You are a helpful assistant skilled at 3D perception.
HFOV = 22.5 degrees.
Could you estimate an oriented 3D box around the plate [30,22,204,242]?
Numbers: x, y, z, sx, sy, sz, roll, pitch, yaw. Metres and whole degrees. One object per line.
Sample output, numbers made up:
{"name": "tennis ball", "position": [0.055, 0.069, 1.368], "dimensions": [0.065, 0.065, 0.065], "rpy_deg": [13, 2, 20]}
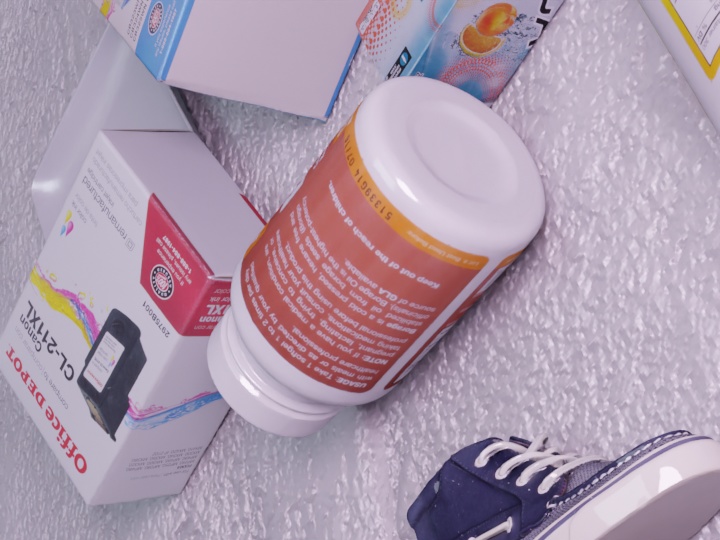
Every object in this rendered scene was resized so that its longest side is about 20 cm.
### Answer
{"name": "plate", "position": [-0.171, -0.067, 1.305], "dimensions": [0.200, 0.032, 0.200], "rpy_deg": [-58, 40, 31]}

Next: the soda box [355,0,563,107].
{"name": "soda box", "position": [0.078, -0.176, 0.935], "dimensions": [0.200, 0.063, 0.069], "rpy_deg": [-56, 41, 34]}

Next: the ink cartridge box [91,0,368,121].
{"name": "ink cartridge box", "position": [-0.089, -0.202, 1.132], "dimensions": [0.200, 0.125, 0.129], "rpy_deg": [47, 121, 49]}

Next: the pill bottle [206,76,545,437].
{"name": "pill bottle", "position": [0.000, 0.000, 0.965], "dimensions": [0.200, 0.112, 0.113], "rpy_deg": [-49, 45, 38]}

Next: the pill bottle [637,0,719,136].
{"name": "pill bottle", "position": [0.175, -0.109, 0.739], "dimensions": [0.104, 0.104, 0.201], "rpy_deg": [-53, 43, 35]}

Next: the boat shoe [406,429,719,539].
{"name": "boat shoe", "position": [0.087, 0.106, 0.843], "dimensions": [0.200, 0.074, 0.093], "rpy_deg": [-47, 54, 40]}

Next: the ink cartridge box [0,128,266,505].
{"name": "ink cartridge box", "position": [-0.142, 0.031, 1.168], "dimensions": [0.146, 0.083, 0.200], "rpy_deg": [50, 124, 30]}
